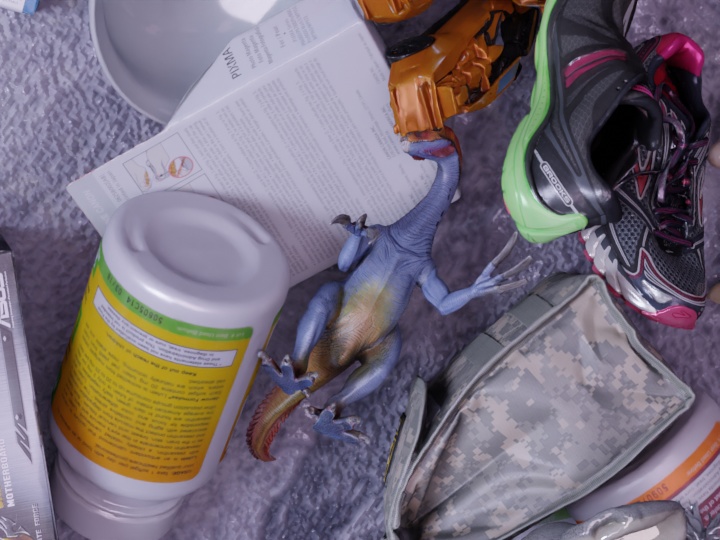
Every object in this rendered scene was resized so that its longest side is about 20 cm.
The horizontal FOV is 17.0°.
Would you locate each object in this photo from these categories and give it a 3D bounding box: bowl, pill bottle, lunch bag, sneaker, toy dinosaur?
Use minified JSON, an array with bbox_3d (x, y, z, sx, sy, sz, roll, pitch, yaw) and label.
[{"bbox_3d":[-0.083,-0.190,1.415,0.200,0.090,0.202,-16,128,-22],"label":"bowl"},{"bbox_3d":[-0.121,0.063,1.416,0.110,0.111,0.201,15,124,-10],"label":"pill bottle"},{"bbox_3d":[0.085,0.098,1.448,0.200,0.164,0.118,-41,91,0],"label":"lunch bag"},{"bbox_3d":[0.142,-0.100,1.411,0.083,0.077,0.201,0,58,24],"label":"sneaker"},{"bbox_3d":[0.225,0.186,1.488,0.114,0.114,0.200,-37,97,-3],"label":"pill bottle"},{"bbox_3d":[0.000,0.000,1.418,0.105,0.199,0.182,40,56,-23],"label":"toy dinosaur"},{"bbox_3d":[0.176,-0.056,1.440,0.080,0.075,0.201,21,49,-33],"label":"sneaker"}]

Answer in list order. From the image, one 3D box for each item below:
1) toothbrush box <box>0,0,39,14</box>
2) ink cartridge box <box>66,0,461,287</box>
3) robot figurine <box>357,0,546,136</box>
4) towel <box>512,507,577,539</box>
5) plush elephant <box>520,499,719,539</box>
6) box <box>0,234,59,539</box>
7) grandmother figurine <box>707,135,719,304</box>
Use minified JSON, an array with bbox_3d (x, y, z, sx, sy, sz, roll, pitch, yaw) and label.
[{"bbox_3d":[-0.233,-0.264,1.402,0.145,0.085,0.202,14,95,-10],"label":"toothbrush box"},{"bbox_3d":[-0.058,-0.062,1.440,0.199,0.057,0.163,-25,134,7],"label":"ink cartridge box"},{"bbox_3d":[0.063,-0.164,1.418,0.058,0.200,0.146,-6,114,32],"label":"robot figurine"},{"bbox_3d":[0.179,0.207,1.552,0.148,0.031,0.202,-15,98,-8],"label":"towel"},{"bbox_3d":[0.137,0.203,1.334,0.154,0.165,0.201,17,56,-24],"label":"plush elephant"},{"bbox_3d":[-0.217,0.080,1.408,0.048,0.158,0.202,-9,99,-12],"label":"box"},{"bbox_3d":[0.270,-0.072,1.509,0.121,0.060,0.202,7,103,-34],"label":"grandmother figurine"}]
